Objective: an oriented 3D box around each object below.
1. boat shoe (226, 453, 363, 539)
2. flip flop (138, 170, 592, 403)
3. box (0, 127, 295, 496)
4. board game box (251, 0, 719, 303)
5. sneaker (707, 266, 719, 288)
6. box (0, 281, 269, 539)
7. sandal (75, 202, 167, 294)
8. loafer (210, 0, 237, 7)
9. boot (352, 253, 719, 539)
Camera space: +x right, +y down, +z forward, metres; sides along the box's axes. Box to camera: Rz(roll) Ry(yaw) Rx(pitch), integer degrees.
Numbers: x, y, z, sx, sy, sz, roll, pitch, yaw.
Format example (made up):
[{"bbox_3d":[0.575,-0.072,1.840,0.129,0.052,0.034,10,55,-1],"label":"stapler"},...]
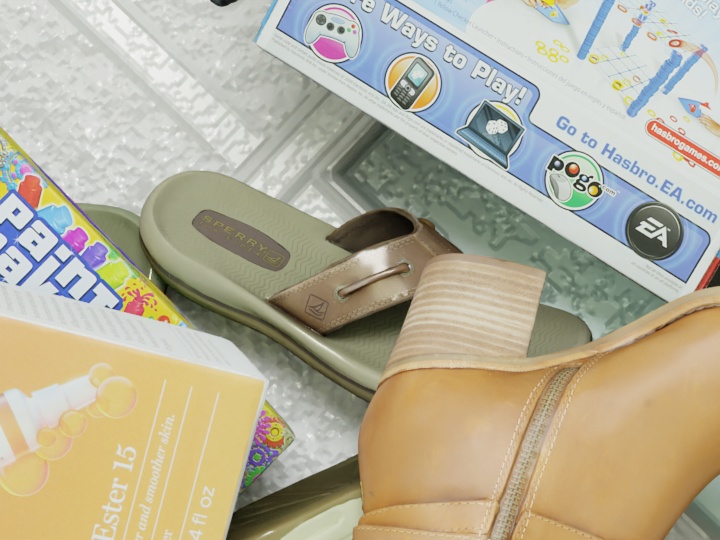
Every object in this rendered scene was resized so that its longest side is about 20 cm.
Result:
[{"bbox_3d":[0.024,0.102,0.958,0.200,0.072,0.067,-18,99,-38],"label":"boat shoe"},{"bbox_3d":[0.000,0.000,1.006,0.199,0.058,0.081,26,41,17],"label":"flip flop"},{"bbox_3d":[-0.167,0.054,0.963,0.193,0.122,0.200,-45,101,-3],"label":"box"},{"bbox_3d":[0.092,-0.122,0.925,0.199,0.056,0.197,33,107,9],"label":"board game box"},{"bbox_3d":[0.136,-0.042,1.007,0.082,0.073,0.200,-37,86,-5],"label":"sneaker"},{"bbox_3d":[-0.147,0.066,0.856,0.198,0.097,0.125,14,94,-12],"label":"box"},{"bbox_3d":[-0.182,0.000,1.044,0.199,0.057,0.081,-8,79,5],"label":"sandal"},{"bbox_3d":[-0.022,-0.198,0.937,0.072,0.073,0.201,29,88,0],"label":"loafer"},{"bbox_3d":[0.095,0.082,0.879,0.198,0.077,0.156,12,64,4],"label":"boot"}]
